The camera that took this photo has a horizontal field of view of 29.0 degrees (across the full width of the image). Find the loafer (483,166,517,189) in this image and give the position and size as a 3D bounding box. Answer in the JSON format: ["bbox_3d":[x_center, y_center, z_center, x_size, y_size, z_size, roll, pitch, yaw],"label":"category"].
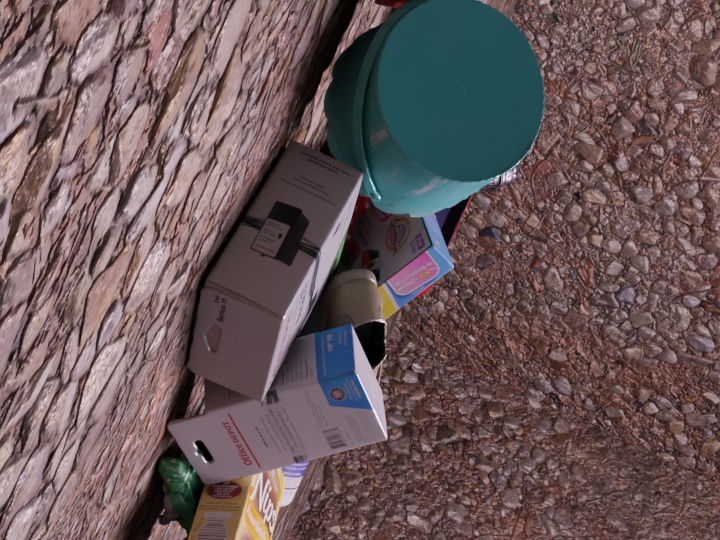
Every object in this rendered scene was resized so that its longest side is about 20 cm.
[{"bbox_3d":[0.091,-0.128,1.579,0.070,0.199,0.069,-23,115,-34],"label":"loafer"}]

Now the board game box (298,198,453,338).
[{"bbox_3d":[0.000,0.000,1.534,0.199,0.040,0.154,-37,-146,16],"label":"board game box"}]

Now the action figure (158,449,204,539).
[{"bbox_3d":[-0.182,0.241,1.473,0.201,0.054,0.119,84,20,-60],"label":"action figure"}]

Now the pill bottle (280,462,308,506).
[{"bbox_3d":[-0.099,0.167,1.668,0.120,0.118,0.202,-25,139,-82],"label":"pill bottle"}]

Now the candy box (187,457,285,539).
[{"bbox_3d":[-0.130,0.262,1.466,0.201,0.054,0.117,-76,163,-48],"label":"candy box"}]

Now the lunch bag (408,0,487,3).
[{"bbox_3d":[0.085,-0.250,1.700,0.200,0.116,0.166,112,1,-70],"label":"lunch bag"}]

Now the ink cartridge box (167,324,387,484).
[{"bbox_3d":[-0.084,0.136,1.394,0.117,0.197,0.067,66,12,-44],"label":"ink cartridge box"}]

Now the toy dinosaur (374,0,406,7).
[{"bbox_3d":[0.036,-0.273,1.318,0.181,0.105,0.201,-35,165,-43],"label":"toy dinosaur"}]

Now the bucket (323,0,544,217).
[{"bbox_3d":[0.072,-0.162,1.354,0.209,0.206,0.135,-64,-165,-15],"label":"bucket"}]

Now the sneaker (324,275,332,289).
[{"bbox_3d":[-0.083,0.022,1.462,0.091,0.075,0.202,34,79,-81],"label":"sneaker"}]

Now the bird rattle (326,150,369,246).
[{"bbox_3d":[-0.003,-0.112,1.570,0.202,0.112,0.163,-62,-170,-11],"label":"bird rattle"}]

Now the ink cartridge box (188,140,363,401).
[{"bbox_3d":[-0.080,0.001,1.325,0.147,0.082,0.201,108,8,-51],"label":"ink cartridge box"}]

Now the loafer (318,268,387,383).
[{"bbox_3d":[-0.011,0.090,1.454,0.202,0.075,0.069,92,-17,-44],"label":"loafer"}]

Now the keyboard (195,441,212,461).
[{"bbox_3d":[-0.132,0.151,1.552,0.202,0.020,0.127,-59,154,5],"label":"keyboard"}]

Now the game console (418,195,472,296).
[{"bbox_3d":[0.035,-0.076,1.652,0.031,0.175,0.202,84,30,-64],"label":"game console"}]
